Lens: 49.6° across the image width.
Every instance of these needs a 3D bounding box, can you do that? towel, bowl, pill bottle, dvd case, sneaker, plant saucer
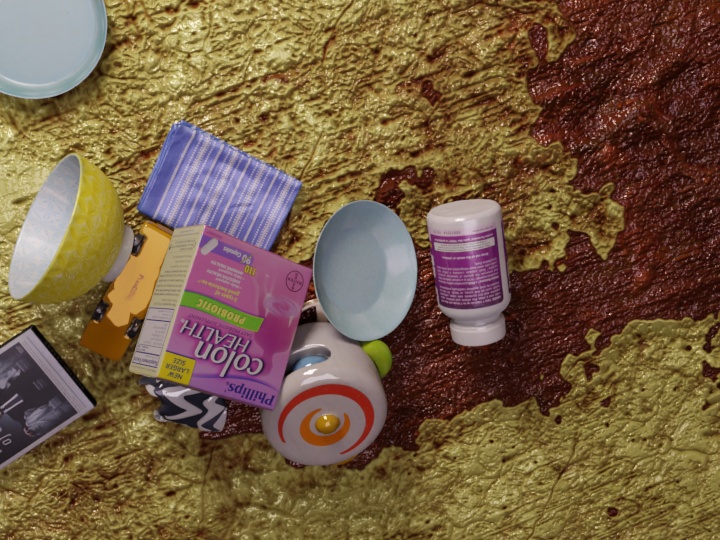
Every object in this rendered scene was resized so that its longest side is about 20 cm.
[{"bbox_3d":[-0.198,-0.106,1.102,0.199,0.024,0.145,25,100,-15],"label":"towel"},{"bbox_3d":[-0.363,-0.040,1.016,0.107,0.200,0.201,24,100,-36],"label":"bowl"},{"bbox_3d":[0.163,0.004,1.149,0.111,0.112,0.201,-11,106,-7],"label":"pill bottle"},{"bbox_3d":[-0.510,0.193,1.124,0.199,0.025,0.151,-34,107,-1],"label":"dvd case"},{"bbox_3d":[-0.251,0.138,1.126,0.129,0.080,0.200,5,114,-20],"label":"sneaker"},{"bbox_3d":[-0.427,-0.324,1.001,0.199,0.027,0.202,-3,106,-10],"label":"plant saucer"},{"bbox_3d":[0.000,0.000,1.126,0.200,0.039,0.203,0,90,-41],"label":"plant saucer"}]

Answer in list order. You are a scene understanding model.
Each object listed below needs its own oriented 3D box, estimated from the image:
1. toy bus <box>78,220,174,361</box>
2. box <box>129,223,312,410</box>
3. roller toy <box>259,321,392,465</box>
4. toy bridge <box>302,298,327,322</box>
[{"bbox_3d":[-0.317,0.027,1.086,0.065,0.078,0.201,29,98,-15],"label":"toy bus"},{"bbox_3d":[-0.181,0.064,1.033,0.175,0.096,0.201,24,76,-34],"label":"box"},{"bbox_3d":[-0.058,0.184,1.123,0.181,0.140,0.201,17,117,-21],"label":"roller toy"},{"bbox_3d":[-0.059,0.077,1.173,0.199,0.027,0.068,-7,103,-8],"label":"toy bridge"}]
